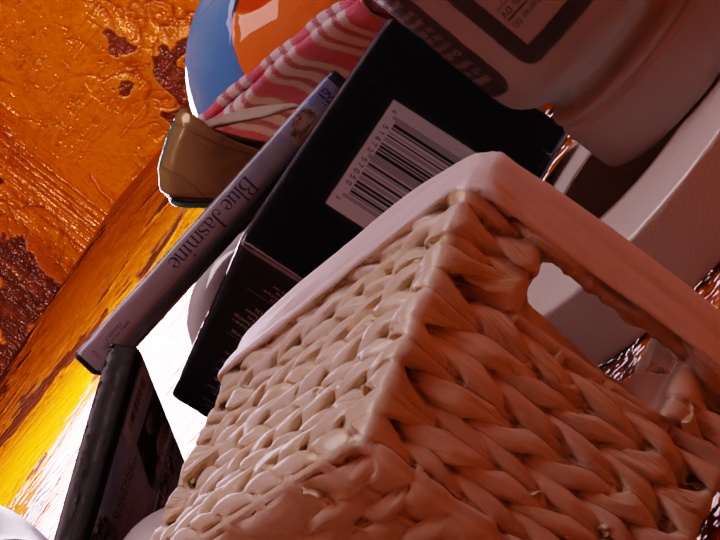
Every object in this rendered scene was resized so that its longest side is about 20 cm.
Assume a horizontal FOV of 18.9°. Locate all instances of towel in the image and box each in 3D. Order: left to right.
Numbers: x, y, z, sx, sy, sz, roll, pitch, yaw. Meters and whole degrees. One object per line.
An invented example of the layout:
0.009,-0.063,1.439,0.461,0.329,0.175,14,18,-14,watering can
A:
0.002,-0.094,1.339,0.200,0.146,0.030,-32,39,48,towel

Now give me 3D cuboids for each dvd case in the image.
-0.125,0.140,1.120,0.200,0.017,0.143,83,-161,-66,dvd case
-0.078,-0.021,1.172,0.200,0.018,0.143,-49,0,-5,dvd case

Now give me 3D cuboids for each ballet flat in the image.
-0.022,-0.067,1.298,0.069,0.199,0.063,-151,64,-65,ballet flat

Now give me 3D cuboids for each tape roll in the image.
0.130,-0.042,0.953,0.203,0.037,0.203,-50,11,13,tape roll

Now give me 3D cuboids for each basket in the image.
0.025,0.073,0.759,0.200,0.135,0.124,-37,22,54,basket

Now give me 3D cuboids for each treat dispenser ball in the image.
-0.021,-0.139,1.492,0.201,0.201,0.201,-50,10,12,treat dispenser ball

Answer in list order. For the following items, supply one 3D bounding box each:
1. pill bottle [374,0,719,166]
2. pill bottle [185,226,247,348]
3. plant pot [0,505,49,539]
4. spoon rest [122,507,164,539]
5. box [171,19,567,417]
0.062,-0.141,0.923,0.113,0.200,0.113,-49,11,13,pill bottle
-0.048,0.021,1.304,0.117,0.116,0.200,-51,10,5,pill bottle
-0.252,0.229,1.335,0.188,0.200,0.201,-6,44,55,plant pot
-0.072,0.152,1.087,0.200,0.099,0.061,114,164,-79,spoon rest
0.000,0.000,1.082,0.149,0.107,0.200,-58,-1,-27,box
